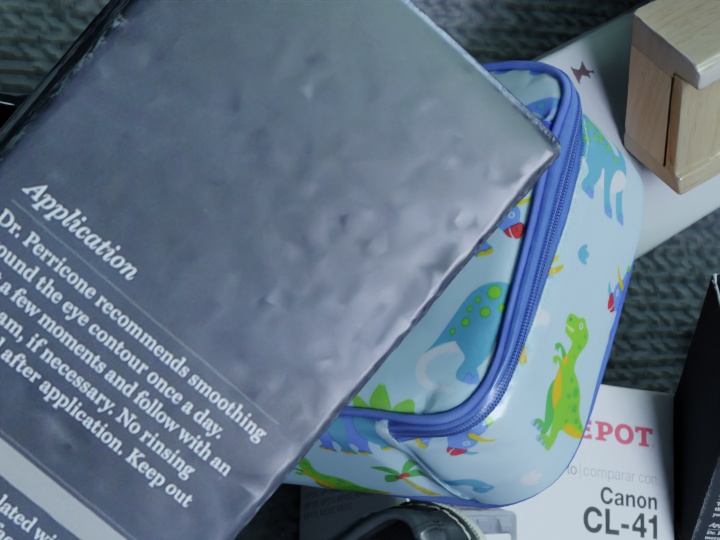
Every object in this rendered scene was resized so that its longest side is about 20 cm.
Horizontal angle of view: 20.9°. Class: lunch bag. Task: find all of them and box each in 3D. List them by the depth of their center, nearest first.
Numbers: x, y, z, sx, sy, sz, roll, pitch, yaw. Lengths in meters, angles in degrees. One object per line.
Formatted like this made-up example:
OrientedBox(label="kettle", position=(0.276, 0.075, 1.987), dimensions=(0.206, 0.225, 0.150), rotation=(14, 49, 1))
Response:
OrientedBox(label="lunch bag", position=(0.000, 0.000, 0.741), dimensions=(0.082, 0.200, 0.161), rotation=(44, 58, -44))

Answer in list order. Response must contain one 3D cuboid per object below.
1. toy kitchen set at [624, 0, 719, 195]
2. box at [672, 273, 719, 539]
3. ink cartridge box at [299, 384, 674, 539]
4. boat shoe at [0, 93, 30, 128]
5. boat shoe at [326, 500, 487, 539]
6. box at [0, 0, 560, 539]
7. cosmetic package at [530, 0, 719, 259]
OrientedBox(label="toy kitchen set", position=(0.240, -0.104, 0.789), dimensions=(0.200, 0.163, 0.180), rotation=(-29, 53, -20))
OrientedBox(label="box", position=(0.235, 0.081, 0.824), dimensions=(0.199, 0.141, 0.079), rotation=(4, 46, -4))
OrientedBox(label="ink cartridge box", position=(0.053, 0.146, 0.810), dimensions=(0.147, 0.086, 0.201), rotation=(9, 76, -30))
OrientedBox(label="boat shoe", position=(-0.174, -0.053, 0.693), dimensions=(0.199, 0.069, 0.084), rotation=(-2, 78, -31))
OrientedBox(label="boat shoe", position=(-0.034, 0.159, 0.712), dimensions=(0.199, 0.066, 0.075), rotation=(-40, 68, 2))
OrientedBox(label="box", position=(-0.065, -0.004, 0.593), dimensions=(0.117, 0.197, 0.200), rotation=(41, 88, -11))
OrientedBox(label="cosmetic package", position=(0.110, -0.057, 0.902), dimensions=(0.200, 0.071, 0.102), rotation=(-30, 95, -34))
